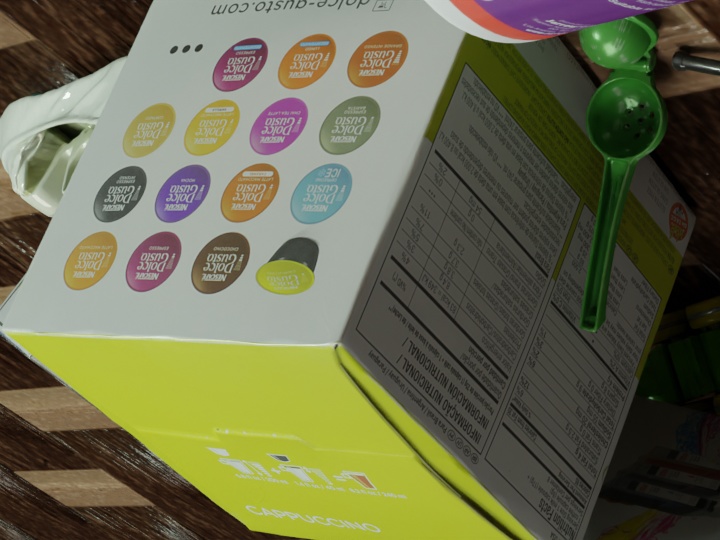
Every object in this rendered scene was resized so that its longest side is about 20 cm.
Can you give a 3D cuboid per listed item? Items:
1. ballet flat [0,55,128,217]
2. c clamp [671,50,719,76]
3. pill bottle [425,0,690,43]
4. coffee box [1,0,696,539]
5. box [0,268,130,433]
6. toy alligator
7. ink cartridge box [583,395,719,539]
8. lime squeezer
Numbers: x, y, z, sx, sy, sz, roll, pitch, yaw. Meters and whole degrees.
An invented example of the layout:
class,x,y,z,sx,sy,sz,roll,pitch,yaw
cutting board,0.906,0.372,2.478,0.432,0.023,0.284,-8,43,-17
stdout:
class,x,y,z,sx,sy,sz,roll,pitch,yaw
ballet flat,-0.150,-0.063,1.202,0.069,0.070,0.200,33,154,-23
c clamp,0.230,-0.005,0.964,0.170,0.027,0.200,15,139,46
pill bottle,0.104,-0.146,0.752,0.112,0.113,0.200,37,152,-30
coffee box,0.000,0.000,1.039,0.199,0.198,0.200,1,149,39
box,-0.101,0.045,1.313,0.200,0.117,0.060,40,174,-37
toy alligator,0.172,0.051,1.181,0.054,0.060,0.200,-13,173,-31
ink cartridge box,0.158,0.165,1.100,0.199,0.145,0.146,12,122,30
lime squeezer,0.100,-0.079,0.961,0.038,0.071,0.201,22,131,42
